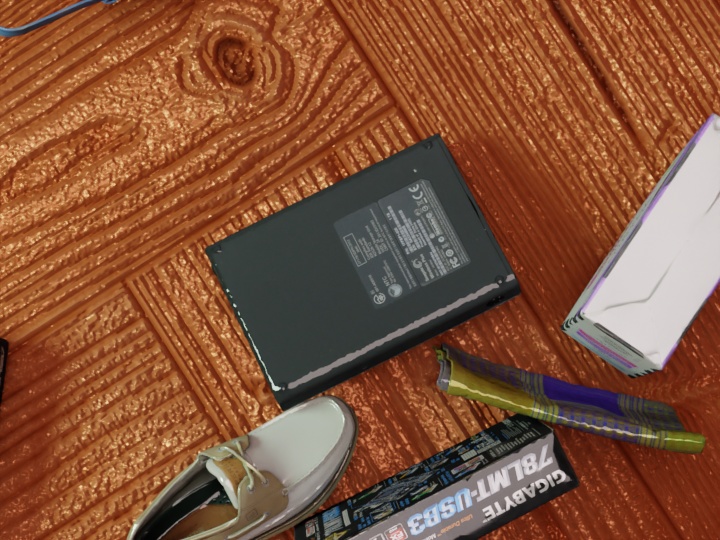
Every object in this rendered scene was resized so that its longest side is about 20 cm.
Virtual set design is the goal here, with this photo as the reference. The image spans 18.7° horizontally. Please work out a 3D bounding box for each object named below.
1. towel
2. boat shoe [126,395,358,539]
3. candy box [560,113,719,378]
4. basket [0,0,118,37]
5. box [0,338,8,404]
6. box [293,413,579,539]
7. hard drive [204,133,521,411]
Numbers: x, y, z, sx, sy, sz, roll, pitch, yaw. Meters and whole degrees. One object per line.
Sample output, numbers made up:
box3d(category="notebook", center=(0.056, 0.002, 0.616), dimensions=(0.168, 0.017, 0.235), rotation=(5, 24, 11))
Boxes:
box3d(category="towel", center=(0.147, 0.093, 1.591), dimensions=(0.200, 0.144, 0.023), rotation=(15, 95, 1))
box3d(category="boat shoe", center=(-0.086, 0.162, 1.618), dimensions=(0.200, 0.068, 0.075), rotation=(-42, 61, -3))
box3d(category="candy box", center=(0.223, -0.012, 1.569), dimensions=(0.072, 0.200, 0.168), rotation=(34, 86, 4))
box3d(category="basket", center=(-0.211, -0.283, 1.627), dimensions=(0.200, 0.139, 0.176), rotation=(-21, 86, -11))
box3d(category="box", center=(-0.375, 0.118, 1.645), dimensions=(0.200, 0.049, 0.161), rotation=(6, 84, 2))
box3d(category="box", center=(0.049, 0.169, 1.558), dimensions=(0.198, 0.200, 0.050), rotation=(-28, 91, -2))
box3d(category="hard drive", center=(0.000, 0.000, 1.639), dimensions=(0.200, 0.033, 0.140), rotation=(-26, 69, -1))
